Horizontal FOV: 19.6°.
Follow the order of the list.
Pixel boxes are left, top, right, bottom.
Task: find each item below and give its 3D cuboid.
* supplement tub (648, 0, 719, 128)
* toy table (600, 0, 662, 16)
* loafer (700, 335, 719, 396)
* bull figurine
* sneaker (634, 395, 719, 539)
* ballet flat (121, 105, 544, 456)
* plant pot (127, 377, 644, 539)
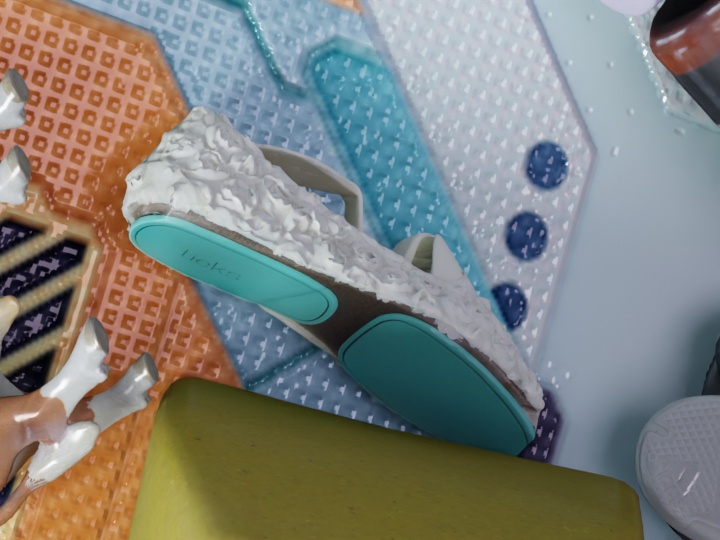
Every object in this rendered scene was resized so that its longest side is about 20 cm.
[{"bbox_3d":[0.220,-0.060,0.872,0.200,0.107,0.107,46,76,-10],"label":"supplement tub"},{"bbox_3d":[0.108,-0.210,0.801,0.117,0.184,0.200,-39,144,-9],"label":"toy table"},{"bbox_3d":[0.236,0.041,0.930,0.198,0.063,0.072,-5,53,-23],"label":"loafer"},{"bbox_3d":[-0.160,0.001,0.742,0.121,0.065,0.201,-21,111,10],"label":"bull figurine"},{"bbox_3d":[0.203,0.125,0.865,0.200,0.082,0.077,39,78,17],"label":"sneaker"},{"bbox_3d":[0.000,0.000,0.819,0.199,0.072,0.072,33,81,-21],"label":"ballet flat"},{"bbox_3d":[-0.003,0.153,0.719,0.194,0.200,0.196,13,88,0],"label":"plant pot"}]
